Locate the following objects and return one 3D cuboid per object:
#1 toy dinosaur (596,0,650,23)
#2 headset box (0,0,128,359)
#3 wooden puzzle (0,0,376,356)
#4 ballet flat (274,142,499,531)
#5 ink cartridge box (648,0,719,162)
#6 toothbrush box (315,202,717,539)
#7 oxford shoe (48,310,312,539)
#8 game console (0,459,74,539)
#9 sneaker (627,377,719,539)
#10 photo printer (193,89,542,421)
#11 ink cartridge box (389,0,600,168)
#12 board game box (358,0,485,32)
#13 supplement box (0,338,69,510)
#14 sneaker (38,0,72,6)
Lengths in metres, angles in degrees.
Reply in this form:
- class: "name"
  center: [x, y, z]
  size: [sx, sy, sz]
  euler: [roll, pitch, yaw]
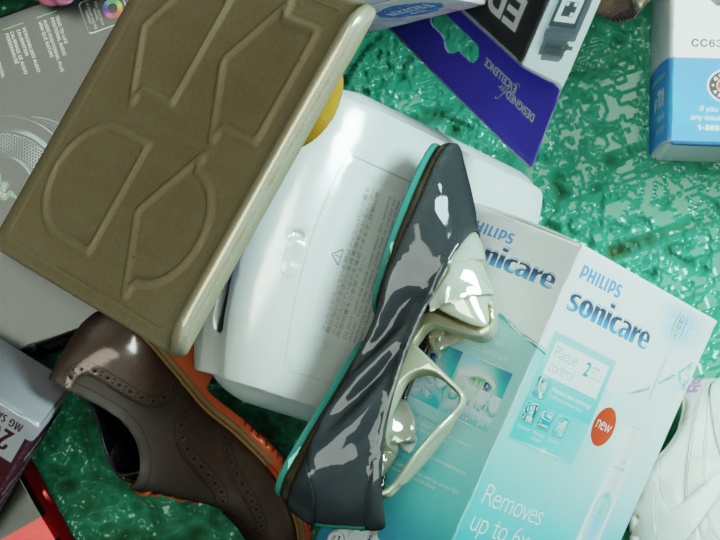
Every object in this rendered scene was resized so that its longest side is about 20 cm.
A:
- class: "toy dinosaur"
  center: [0.113, -0.180, 1.291]
  size: [0.086, 0.136, 0.200]
  euler: [1, 47, -33]
- class: "headset box"
  center: [-0.156, -0.052, 1.317]
  size: [0.199, 0.093, 0.175]
  euler: [-19, 87, 0]
- class: "wooden puzzle"
  center: [-0.083, -0.062, 1.194]
  size: [0.046, 0.200, 0.186]
  euler: [32, 87, -38]
- class: "ballet flat"
  center: [0.027, 0.037, 1.193]
  size: [0.073, 0.073, 0.201]
  euler: [24, 81, 3]
- class: "ink cartridge box"
  center: [0.233, -0.160, 1.319]
  size: [0.146, 0.086, 0.201]
  euler: [1, 87, 2]
- class: "toothbrush box"
  center: [0.082, 0.085, 1.265]
  size: [0.085, 0.146, 0.201]
  euler: [22, 86, 40]
- class: "oxford shoe"
  center: [-0.095, 0.094, 1.278]
  size: [0.073, 0.071, 0.200]
  euler: [-46, 124, -16]
- class: "game console"
  center: [-0.253, 0.180, 1.339]
  size: [0.199, 0.031, 0.177]
  euler: [-29, 91, 0]
- class: "sneaker"
  center: [0.176, 0.153, 1.317]
  size: [0.099, 0.075, 0.201]
  euler: [18, 86, 20]
- class: "photo printer"
  center: [0.000, 0.000, 1.261]
  size: [0.069, 0.200, 0.167]
  euler: [15, 87, 39]
- class: "ink cartridge box"
  center: [0.062, -0.186, 1.248]
  size: [0.043, 0.198, 0.201]
  euler: [4, 119, -34]
- class: "board game box"
  center: [-0.009, -0.224, 1.278]
  size: [0.041, 0.199, 0.201]
  euler: [5, 84, -35]
- class: "supplement box"
  center: [-0.245, 0.117, 1.261]
  size: [0.109, 0.061, 0.200]
  euler: [32, 113, -1]
- class: "sneaker"
  center: [-0.175, -0.201, 1.292]
  size: [0.095, 0.200, 0.079]
  euler: [-43, 123, -15]
